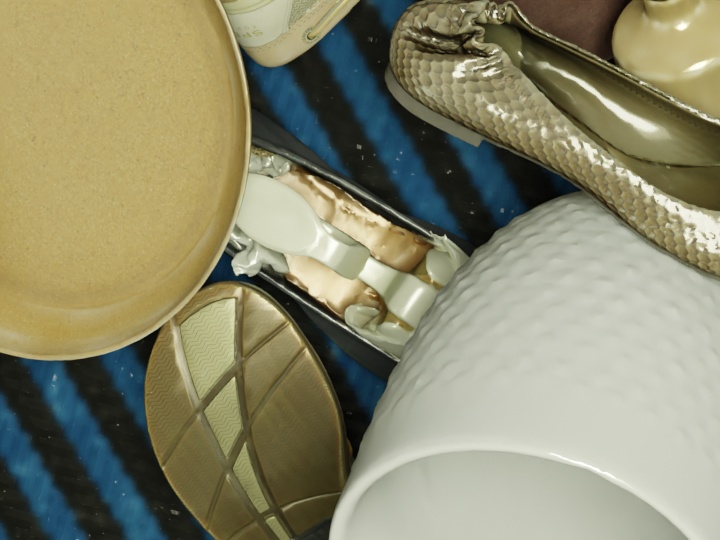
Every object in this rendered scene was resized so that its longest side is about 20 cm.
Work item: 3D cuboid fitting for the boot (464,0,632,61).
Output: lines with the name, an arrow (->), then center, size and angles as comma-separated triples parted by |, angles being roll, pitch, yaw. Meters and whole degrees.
boot -> 0.044, -0.134, 0.841 | 0.200, 0.072, 0.167 | -20, 129, -34

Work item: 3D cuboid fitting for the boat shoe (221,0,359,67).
boat shoe -> 0.018, -0.165, 0.904 | 0.200, 0.072, 0.065 | -44, 133, -6

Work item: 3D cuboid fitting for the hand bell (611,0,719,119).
hand bell -> 0.111, -0.117, 0.840 | 0.104, 0.104, 0.200 | -26, 134, 2

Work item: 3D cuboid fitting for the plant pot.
plant pot -> -0.128, -0.064, 0.896 | 0.200, 0.027, 0.201 | 5, 103, 23

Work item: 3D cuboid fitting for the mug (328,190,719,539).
mug -> 0.097, 0.076, 0.847 | 0.147, 0.176, 0.200 | -20, 120, 34

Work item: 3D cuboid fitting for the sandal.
sandal -> -0.027, 0.090, 0.944 | 0.080, 0.054, 0.200 | -28, 112, 9

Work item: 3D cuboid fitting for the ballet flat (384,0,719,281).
ballet flat -> 0.103, -0.050, 0.817 | 0.200, 0.067, 0.046 | 27, 129, 6

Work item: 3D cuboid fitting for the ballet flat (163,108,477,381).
ballet flat -> 0.000, 0.000, 0.920 | 0.200, 0.073, 0.073 | 34, 96, -6
